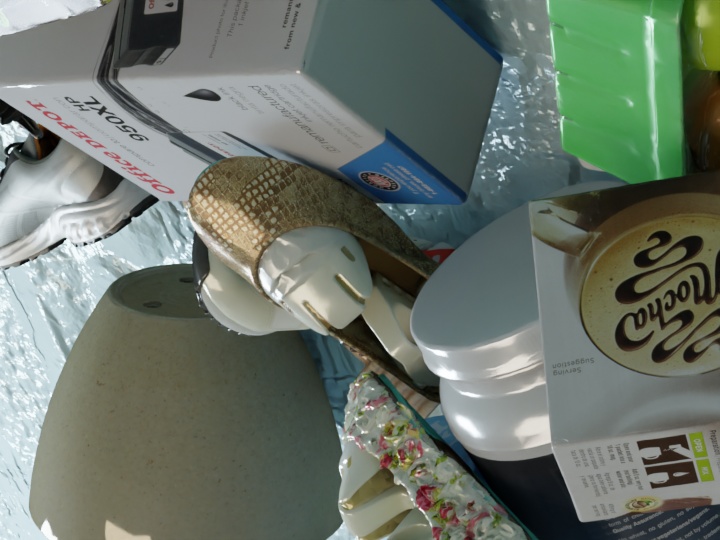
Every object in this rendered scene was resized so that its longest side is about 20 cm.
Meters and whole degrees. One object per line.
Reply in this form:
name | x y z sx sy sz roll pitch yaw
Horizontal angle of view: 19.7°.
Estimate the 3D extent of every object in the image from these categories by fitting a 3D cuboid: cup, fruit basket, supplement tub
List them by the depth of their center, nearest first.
fruit basket | 0.179 -0.089 0.833 0.200 0.094 0.185 6 146 16
supplement tub | 0.125 0.073 0.977 0.140 0.140 0.200 -4 126 51
cup | -0.106 0.078 1.281 0.200 0.200 0.143 17 114 37

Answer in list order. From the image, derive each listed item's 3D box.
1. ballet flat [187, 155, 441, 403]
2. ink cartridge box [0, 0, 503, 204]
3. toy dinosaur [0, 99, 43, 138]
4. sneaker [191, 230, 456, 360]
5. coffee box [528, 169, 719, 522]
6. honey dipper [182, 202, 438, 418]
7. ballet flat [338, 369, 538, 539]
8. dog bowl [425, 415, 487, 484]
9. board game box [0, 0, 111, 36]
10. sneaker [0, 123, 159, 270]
ballet flat | 0.003 0.010 1.001 0.200 0.071 0.065 28 -155 -34
ink cartridge box | -0.056 -0.096 1.003 0.200 0.084 0.145 2 159 37
toy dinosaur | -0.200 -0.152 1.155 0.136 0.102 0.200 44 180 28
sneaker | 0.000 0.000 1.083 0.093 0.070 0.200 -16 159 34
coffee box | 0.174 0.021 0.808 0.200 0.113 0.080 -9 149 12
honey dipper | -0.032 0.019 1.242 0.200 0.038 0.038 41 150 5
ballet flat | 0.027 0.113 0.970 0.200 0.064 0.076 45 162 53
dog bowl | 0.106 0.126 1.094 0.200 0.112 0.050 12 151 -39
board game box | -0.102 -0.178 0.916 0.165 0.200 0.057 -7 121 51
sneaker | -0.202 -0.053 1.327 0.200 0.074 0.079 -17 107 49
